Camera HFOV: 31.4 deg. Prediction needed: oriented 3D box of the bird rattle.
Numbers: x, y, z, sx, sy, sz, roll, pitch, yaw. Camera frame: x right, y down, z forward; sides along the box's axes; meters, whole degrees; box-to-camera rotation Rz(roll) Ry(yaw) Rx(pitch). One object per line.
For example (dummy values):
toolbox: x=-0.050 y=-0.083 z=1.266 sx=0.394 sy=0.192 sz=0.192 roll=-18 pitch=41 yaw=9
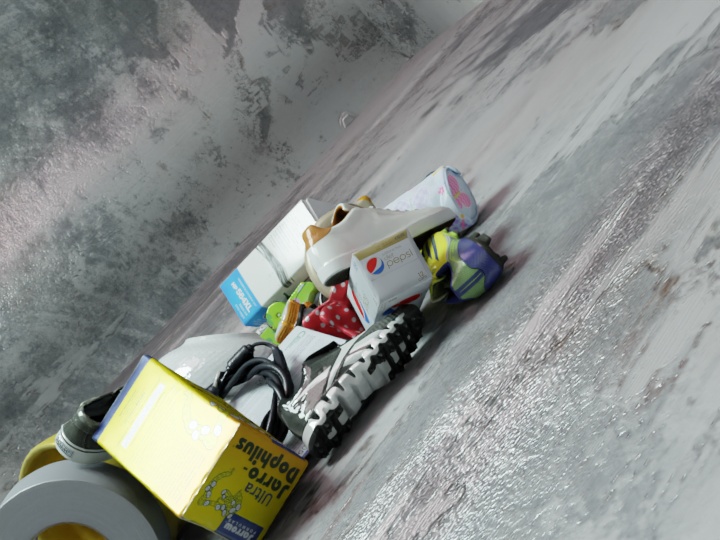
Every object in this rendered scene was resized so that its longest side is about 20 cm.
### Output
bird rattle: x=0.000 y=0.000 z=1.588 sx=0.200 sy=0.163 sz=0.113 roll=-37 pitch=-11 yaw=-6

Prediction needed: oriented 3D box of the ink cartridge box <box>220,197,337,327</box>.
ink cartridge box: x=-0.091 y=-0.006 z=1.944 sx=0.200 sy=0.084 sz=0.146 roll=-44 pitch=-26 yaw=23

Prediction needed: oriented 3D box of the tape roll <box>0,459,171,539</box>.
tape roll: x=-0.309 y=0.311 z=1.398 sx=0.200 sy=0.200 sz=0.066 roll=-43 pitch=10 yaw=8

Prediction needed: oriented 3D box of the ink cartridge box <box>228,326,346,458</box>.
ink cartridge box: x=-0.072 y=0.160 z=1.462 sx=0.196 sy=0.043 sz=0.200 roll=-48 pitch=32 yaw=-20

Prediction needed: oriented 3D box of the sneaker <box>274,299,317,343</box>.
sneaker: x=-0.060 y=0.086 z=1.706 sx=0.200 sy=0.077 sz=0.079 roll=23 pitch=-96 yaw=-83

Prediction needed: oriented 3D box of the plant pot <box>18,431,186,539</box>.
plant pot: x=-0.278 y=0.261 z=1.555 sx=0.201 sy=0.201 sz=0.189 roll=-36 pitch=-4 yaw=38

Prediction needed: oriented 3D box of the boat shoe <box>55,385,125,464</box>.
boat shoe: x=-0.260 y=0.167 z=1.450 sx=0.064 sy=0.071 sz=0.200 roll=-56 pitch=-17 yaw=20

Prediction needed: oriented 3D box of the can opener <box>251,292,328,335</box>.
can opener: x=-0.080 y=0.069 z=1.905 sx=0.199 sy=0.067 sz=0.053 roll=-33 pitch=28 yaw=-6

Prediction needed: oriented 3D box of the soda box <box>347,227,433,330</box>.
soda box: x=0.030 y=0.017 z=1.422 sx=0.068 sy=0.064 sz=0.200 roll=-27 pitch=-10 yaw=-8

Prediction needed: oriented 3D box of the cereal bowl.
cereal bowl: x=-0.176 y=0.126 z=1.645 sx=0.199 sy=0.084 sz=0.200 roll=-6 pitch=-6 yaw=-1

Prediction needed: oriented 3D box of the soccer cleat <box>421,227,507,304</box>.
soccer cleat: x=0.096 y=0.000 z=1.427 sx=0.084 sy=0.065 sz=0.200 roll=-46 pitch=11 yaw=-10

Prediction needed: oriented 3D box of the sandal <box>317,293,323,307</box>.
sandal: x=-0.018 y=0.031 z=1.778 sx=0.079 sy=0.059 sz=0.207 roll=-46 pitch=10 yaw=-13

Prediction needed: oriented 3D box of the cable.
cable: x=-0.144 y=0.163 z=1.442 sx=0.163 sy=0.051 sz=0.200 roll=-34 pitch=30 yaw=5

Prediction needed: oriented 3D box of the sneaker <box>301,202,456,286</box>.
sneaker: x=0.022 y=-0.054 z=1.476 sx=0.199 sy=0.085 sz=0.073 roll=-20 pitch=-19 yaw=-34

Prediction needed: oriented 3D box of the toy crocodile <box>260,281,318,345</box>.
toy crocodile: x=-0.118 y=0.099 z=1.801 sx=0.200 sy=0.062 sz=0.067 roll=-53 pitch=-13 yaw=2

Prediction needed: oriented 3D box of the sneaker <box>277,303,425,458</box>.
sneaker: x=-0.016 y=0.102 z=1.365 sx=0.090 sy=0.067 sz=0.200 roll=28 pitch=68 yaw=34

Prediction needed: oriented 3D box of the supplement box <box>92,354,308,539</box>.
supplement box: x=-0.169 y=0.186 z=1.326 sx=0.200 sy=0.109 sz=0.110 roll=27 pitch=82 yaw=49

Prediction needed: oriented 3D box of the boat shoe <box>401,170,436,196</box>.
boat shoe: x=0.074 y=-0.080 z=1.820 sx=0.091 sy=0.071 sz=0.200 roll=-43 pitch=7 yaw=32

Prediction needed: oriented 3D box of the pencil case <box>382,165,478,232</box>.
pencil case: x=0.058 y=-0.058 z=1.687 sx=0.199 sy=0.083 sz=0.091 roll=-28 pitch=57 yaw=25
